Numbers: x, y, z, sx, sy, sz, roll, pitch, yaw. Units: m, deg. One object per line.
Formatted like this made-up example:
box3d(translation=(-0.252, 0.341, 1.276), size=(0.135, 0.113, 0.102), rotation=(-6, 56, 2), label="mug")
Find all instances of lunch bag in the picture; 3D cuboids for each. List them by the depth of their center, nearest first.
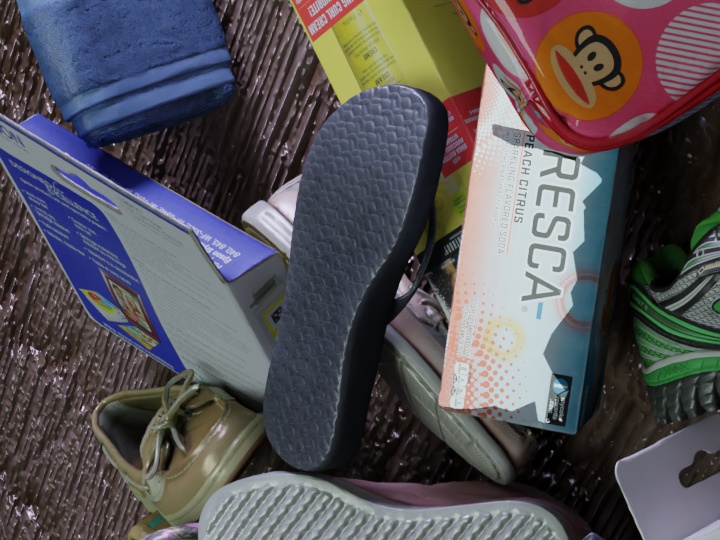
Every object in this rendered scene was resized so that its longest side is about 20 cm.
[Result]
box3d(translation=(0.108, -0.164, 1.082), size=(0.201, 0.176, 0.082), rotation=(57, 178, -1), label="lunch bag")

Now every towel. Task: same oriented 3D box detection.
box3d(translation=(-0.143, -0.168, 1.371), size=(0.048, 0.111, 0.201), rotation=(-20, 91, 48), label="towel")

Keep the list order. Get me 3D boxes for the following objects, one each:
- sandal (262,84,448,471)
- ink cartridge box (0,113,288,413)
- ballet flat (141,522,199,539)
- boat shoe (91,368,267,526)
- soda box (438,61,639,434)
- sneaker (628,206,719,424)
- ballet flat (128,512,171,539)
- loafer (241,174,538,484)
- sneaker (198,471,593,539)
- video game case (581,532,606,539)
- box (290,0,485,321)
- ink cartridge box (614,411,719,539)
box3d(translation=(-0.001, 0.000, 1.254), size=(0.076, 0.043, 0.201), rotation=(38, 121, 39), label="sandal")
box3d(translation=(-0.105, -0.008, 1.376), size=(0.197, 0.047, 0.200), rotation=(30, 155, 37), label="ink cartridge box")
box3d(translation=(-0.025, 0.151, 1.354), size=(0.071, 0.199, 0.070), rotation=(-117, 29, -73), label="ballet flat")
box3d(translation=(-0.103, 0.095, 1.412), size=(0.063, 0.073, 0.200), rotation=(43, 161, -10), label="boat shoe")
box3d(translation=(0.086, -0.033, 1.170), size=(0.068, 0.064, 0.201), rotation=(10, 101, 13), label="soda box")
box3d(translation=(0.182, 0.005, 1.118), size=(0.200, 0.078, 0.086), rotation=(-24, 86, 49), label="sneaker")
box3d(translation=(-0.111, 0.227, 1.526), size=(0.068, 0.063, 0.201), rotation=(17, 117, 43), label="ballet flat")
box3d(translation=(0.024, 0.020, 1.307), size=(0.200, 0.063, 0.072), rotation=(44, 166, 23), label="loafer")
box3d(translation=(0.025, 0.141, 1.295), size=(0.199, 0.105, 0.076), rotation=(1, 86, 22), label="sneaker")
box3d(translation=(0.110, 0.209, 1.236), size=(0.143, 0.019, 0.200), rotation=(33, 135, -11), label="video game case")
box3d(translation=(0.042, -0.068, 1.260), size=(0.075, 0.050, 0.201), rotation=(-32, 81, 48), label="box")
box3d(translation=(0.204, 0.149, 1.121), size=(0.068, 0.116, 0.201), rotation=(-31, 82, 47), label="ink cartridge box")
